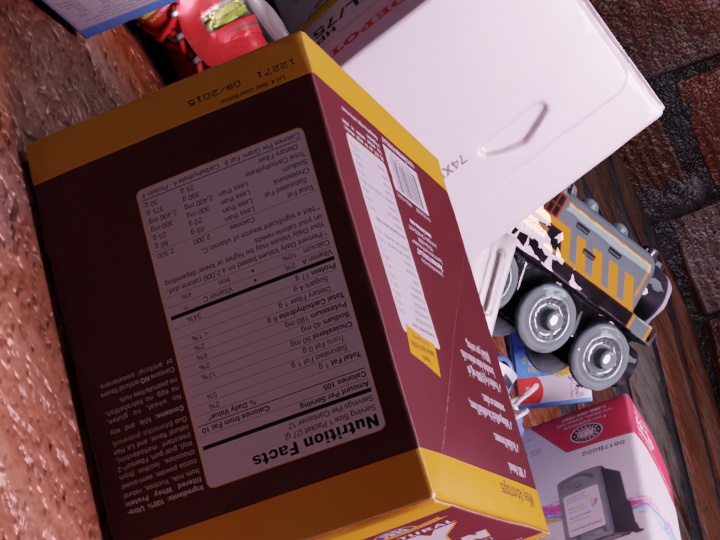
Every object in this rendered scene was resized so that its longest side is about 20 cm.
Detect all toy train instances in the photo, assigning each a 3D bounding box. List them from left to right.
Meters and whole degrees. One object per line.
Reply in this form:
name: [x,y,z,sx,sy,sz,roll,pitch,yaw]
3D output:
toy train: [0.124,-0.002,1.068,0.200,0.114,0.085,34,-7,-25]

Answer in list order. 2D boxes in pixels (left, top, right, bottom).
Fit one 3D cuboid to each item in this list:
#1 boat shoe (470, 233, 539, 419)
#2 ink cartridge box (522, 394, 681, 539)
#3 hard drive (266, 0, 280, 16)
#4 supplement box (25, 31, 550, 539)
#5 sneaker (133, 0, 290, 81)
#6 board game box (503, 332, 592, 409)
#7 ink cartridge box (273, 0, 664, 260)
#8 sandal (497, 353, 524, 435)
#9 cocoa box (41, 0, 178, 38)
boat shoe: [0.068,0.071,0.969,0.075,0.086,0.202,134,-36,-75]
ink cartridge box: [0.133,0.189,1.050,0.200,0.148,0.086,-85,151,-60]
hard drive: [-0.084,-0.213,1.032,0.200,0.033,0.140,-85,151,-58]
supplement box: [-0.025,0.036,0.716,0.197,0.133,0.200,32,40,-67]
sneaker: [-0.094,-0.133,0.859,0.085,0.077,0.200,-14,82,-55]
board game box: [0.130,-0.024,1.216,0.200,0.056,0.196,-88,171,-71]
ink cartridge box: [0.054,-0.134,0.946,0.146,0.147,0.200,49,8,-28]
sandal: [0.066,0.079,1.077,0.080,0.087,0.200,59,16,-28]
cocoa box: [-0.118,-0.237,0.742,0.131,0.133,0.200,40,33,-63]
